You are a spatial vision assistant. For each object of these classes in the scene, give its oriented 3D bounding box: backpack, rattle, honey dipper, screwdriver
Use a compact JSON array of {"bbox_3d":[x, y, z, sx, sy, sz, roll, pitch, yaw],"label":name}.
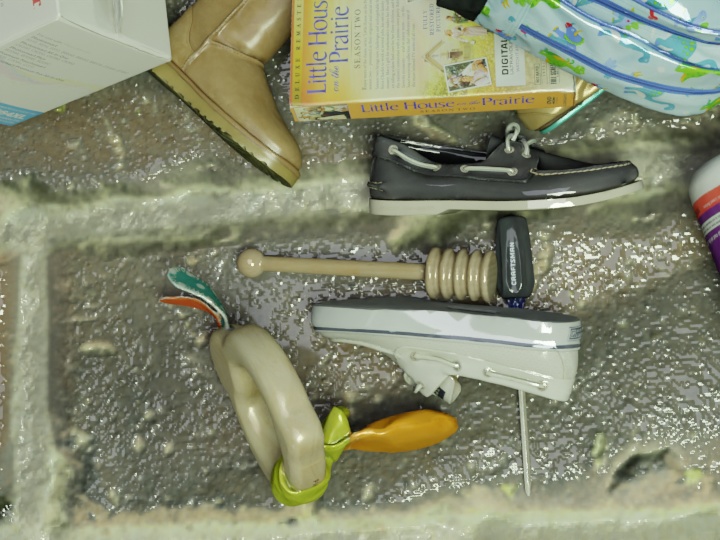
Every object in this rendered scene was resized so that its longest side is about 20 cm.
[{"bbox_3d":[0.178,-0.188,0.769,0.200,0.154,0.164,39,61,-9],"label":"backpack"},{"bbox_3d":[-0.044,0.059,0.875,0.142,0.131,0.200,-31,50,-6],"label":"rattle"},{"bbox_3d":[0.000,0.000,0.884,0.198,0.038,0.038,2,81,18],"label":"honey dipper"},{"bbox_3d":[0.111,0.060,0.866,0.029,0.028,0.202,4,82,-18],"label":"screwdriver"}]

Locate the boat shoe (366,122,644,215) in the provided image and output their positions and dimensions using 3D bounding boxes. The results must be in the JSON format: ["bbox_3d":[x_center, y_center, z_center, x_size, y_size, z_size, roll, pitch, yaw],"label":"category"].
[{"bbox_3d":[0.100,-0.074,0.861,0.198,0.073,0.063,-2,95,15],"label":"boat shoe"}]

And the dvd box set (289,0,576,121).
[{"bbox_3d":[0.049,-0.180,0.852,0.198,0.029,0.148,-3,70,7],"label":"dvd box set"}]

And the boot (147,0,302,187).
[{"bbox_3d":[-0.055,-0.190,0.918,0.175,0.066,0.200,42,89,14],"label":"boot"}]

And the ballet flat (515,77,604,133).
[{"bbox_3d":[0.193,-0.174,0.860,0.199,0.069,0.063,-33,99,4],"label":"ballet flat"}]

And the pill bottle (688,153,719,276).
[{"bbox_3d":[0.300,0.010,0.791,0.112,0.112,0.202,-19,78,7],"label":"pill bottle"}]

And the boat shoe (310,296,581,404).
[{"bbox_3d":[0.056,0.059,0.850,0.198,0.071,0.071,5,96,19],"label":"boat shoe"}]

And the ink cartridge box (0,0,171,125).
[{"bbox_3d":[-0.240,-0.205,0.896,0.199,0.125,0.130,-14,78,28],"label":"ink cartridge box"}]
